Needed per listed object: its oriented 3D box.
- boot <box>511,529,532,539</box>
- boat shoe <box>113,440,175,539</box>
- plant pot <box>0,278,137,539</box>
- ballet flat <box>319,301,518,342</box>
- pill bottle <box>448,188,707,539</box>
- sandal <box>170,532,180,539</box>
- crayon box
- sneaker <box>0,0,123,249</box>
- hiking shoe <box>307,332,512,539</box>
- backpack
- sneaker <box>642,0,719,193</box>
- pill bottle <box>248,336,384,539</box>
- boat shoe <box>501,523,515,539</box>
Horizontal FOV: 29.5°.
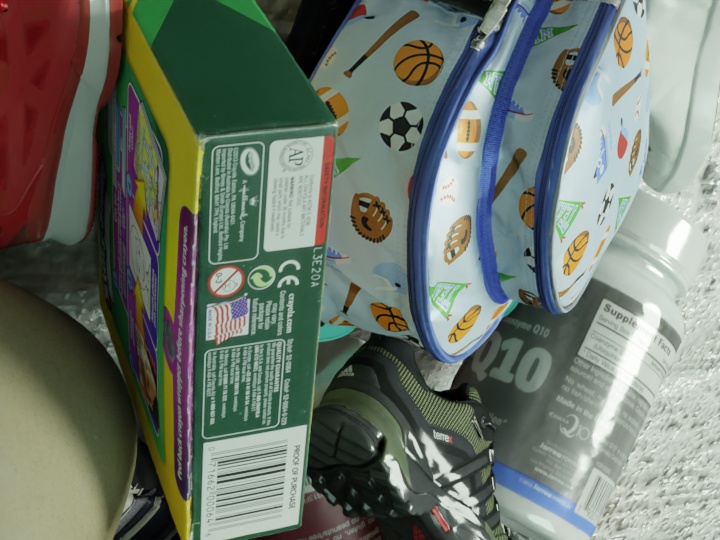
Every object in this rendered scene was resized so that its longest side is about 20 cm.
[{"bbox_3d":[0.049,0.196,0.961,0.197,0.070,0.134,8,100,-20],"label":"boot"},{"bbox_3d":[-0.181,0.158,0.729,0.199,0.075,0.093,-34,153,8],"label":"boat shoe"},{"bbox_3d":[-0.176,0.081,0.600,0.134,0.199,0.202,-20,140,-50],"label":"plant pot"},{"bbox_3d":[0.000,0.000,0.739,0.198,0.069,0.069,3,123,-39],"label":"ballet flat"},{"bbox_3d":[0.122,0.053,0.809,0.114,0.113,0.202,38,76,-50],"label":"pill bottle"},{"bbox_3d":[-0.112,0.212,0.761,0.048,0.201,0.075,40,113,-7],"label":"sandal"},{"bbox_3d":[-0.069,-0.017,0.579,0.057,0.173,0.202,-8,129,-19],"label":"crayon box"},{"bbox_3d":[-0.161,-0.080,0.536,0.114,0.078,0.202,-15,133,-28],"label":"sneaker"},{"bbox_3d":[0.050,0.111,0.701,0.201,0.075,0.101,56,49,-32],"label":"hiking shoe"},{"bbox_3d":[0.047,-0.056,0.629,0.191,0.153,0.201,-53,145,-25],"label":"backpack"},{"bbox_3d":[0.161,-0.122,0.772,0.083,0.074,0.201,-1,141,3],"label":"sneaker"},{"bbox_3d":[-0.021,0.149,0.759,0.113,0.114,0.203,-21,105,-21],"label":"pill bottle"},{"bbox_3d":[-0.002,0.143,0.871,0.198,0.093,0.075,22,105,-14],"label":"boat shoe"}]
